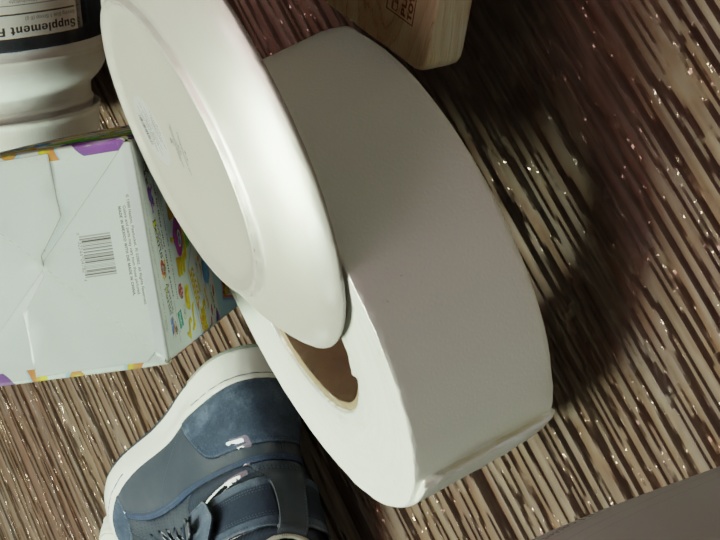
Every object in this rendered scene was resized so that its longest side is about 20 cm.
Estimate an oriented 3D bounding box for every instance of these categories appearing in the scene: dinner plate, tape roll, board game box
[{"bbox_3d":[-0.066,-0.054,0.758,0.200,0.024,0.200,55,162,27],"label":"dinner plate"},{"bbox_3d":[0.000,0.000,0.805,0.203,0.071,0.203,53,161,28],"label":"tape roll"},{"bbox_3d":[-0.129,-0.015,0.925,0.200,0.103,0.105,-45,-54,-79],"label":"board game box"}]

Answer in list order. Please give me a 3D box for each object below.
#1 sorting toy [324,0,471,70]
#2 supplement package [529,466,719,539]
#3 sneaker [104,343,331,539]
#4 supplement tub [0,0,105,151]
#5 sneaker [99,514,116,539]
[{"bbox_3d":[0.011,-0.218,0.767,0.199,0.070,0.200,42,134,41],"label":"sorting toy"},{"bbox_3d":[0.186,0.115,0.510,0.200,0.191,0.147,-17,88,57],"label":"supplement package"},{"bbox_3d":[-0.079,0.153,1.012,0.202,0.077,0.146,-55,43,48],"label":"sneaker"},{"bbox_3d":[-0.219,-0.175,1.067,0.140,0.140,0.200,18,116,53],"label":"supplement tub"},{"bbox_3d":[-0.125,0.238,1.112,0.200,0.099,0.075,66,148,18],"label":"sneaker"}]
